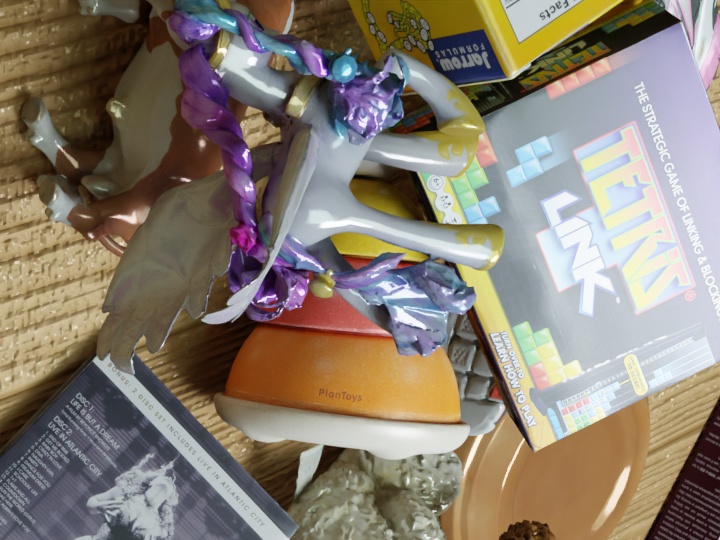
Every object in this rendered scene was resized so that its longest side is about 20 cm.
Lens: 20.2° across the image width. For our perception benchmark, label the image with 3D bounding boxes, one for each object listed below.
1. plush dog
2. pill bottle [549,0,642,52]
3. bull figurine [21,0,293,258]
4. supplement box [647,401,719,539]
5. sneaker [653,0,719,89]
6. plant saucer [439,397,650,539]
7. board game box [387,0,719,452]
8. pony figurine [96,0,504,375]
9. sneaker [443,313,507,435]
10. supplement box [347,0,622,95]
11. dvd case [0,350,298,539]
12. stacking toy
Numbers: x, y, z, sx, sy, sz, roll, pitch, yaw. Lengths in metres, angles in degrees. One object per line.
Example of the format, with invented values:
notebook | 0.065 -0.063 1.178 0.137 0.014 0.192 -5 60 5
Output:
plush dog | 0.025 0.203 1.187 0.201 0.171 0.160 -64 163 1
pill bottle | 0.112 -0.179 1.146 0.111 0.111 0.201 -16 121 -40
bull figurine | -0.094 -0.100 1.014 0.121 0.065 0.201 14 98 -45
supplement box | 0.291 0.188 1.566 0.109 0.061 0.201 30 87 -48
sneaker | 0.182 -0.194 1.241 0.086 0.080 0.201 -10 113 -30
plant saucer | 0.137 0.137 1.398 0.199 0.037 0.201 -24 127 -36
board game box | 0.128 -0.023 1.120 0.165 0.057 0.201 -26 114 -1
pony figurine | -0.029 -0.037 0.959 0.199 0.166 0.194 26 66 -29
sneaker | 0.106 0.010 1.273 0.082 0.077 0.201 3 109 -53
supplement box | 0.041 -0.204 1.010 0.109 0.109 0.201 -34 107 -28
dvd case | -0.146 0.156 1.061 0.149 0.016 0.200 47 67 -11
stacking toy | 0.000 0.000 1.136 0.146 0.146 0.202 8 89 -47
